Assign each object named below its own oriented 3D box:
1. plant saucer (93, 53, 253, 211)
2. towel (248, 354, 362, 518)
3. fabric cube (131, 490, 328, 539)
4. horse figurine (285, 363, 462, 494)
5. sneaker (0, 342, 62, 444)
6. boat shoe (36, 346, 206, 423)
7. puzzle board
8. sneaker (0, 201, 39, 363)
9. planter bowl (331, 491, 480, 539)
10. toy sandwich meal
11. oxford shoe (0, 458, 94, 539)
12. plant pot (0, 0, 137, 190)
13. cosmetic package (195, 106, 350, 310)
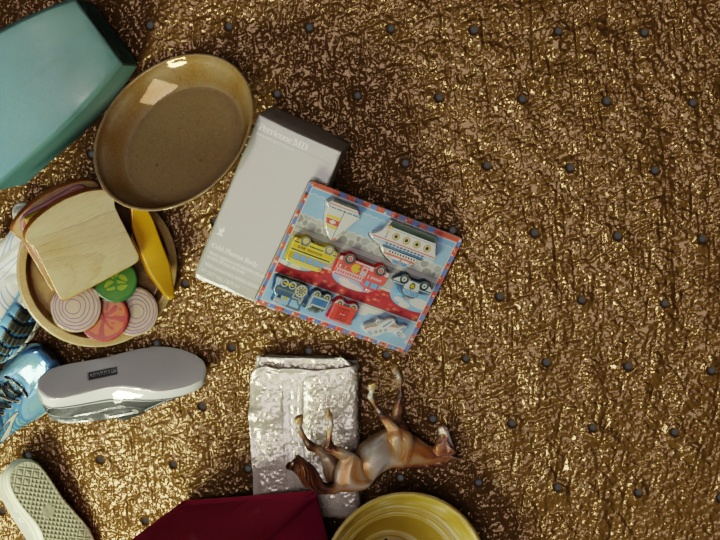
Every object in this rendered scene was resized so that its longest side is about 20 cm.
[{"bbox_3d":[-0.202,-0.148,1.574,0.199,0.035,0.201,-11,60,19],"label":"plant saucer"},{"bbox_3d":[-0.064,0.197,1.665,0.132,0.034,0.201,0,101,10],"label":"towel"},{"bbox_3d":[-0.147,0.384,1.609,0.199,0.196,0.201,-8,100,28],"label":"fabric cube"},{"bbox_3d":[0.006,0.200,1.622,0.199,0.050,0.133,-28,106,-17],"label":"horse figurine"},{"bbox_3d":[-0.432,0.171,1.687,0.078,0.090,0.200,43,100,-1],"label":"sneaker"},{"bbox_3d":[-0.278,0.144,1.674,0.199,0.072,0.068,-10,135,-4],"label":"boat shoe"},{"bbox_3d":[0.000,0.000,1.579,0.199,0.017,0.151,20,105,-24],"label":"puzzle board"},{"bbox_3d":[-0.411,0.012,1.667,0.086,0.075,0.201,24,91,13],"label":"sneaker"},{"bbox_3d":[0.042,0.355,1.639,0.199,0.083,0.202,1,86,-14],"label":"planter bowl"},{"bbox_3d":[-0.298,-0.007,1.608,0.204,0.070,0.207,-3,101,-18],"label":"toy sandwich meal"},{"bbox_3d":[-0.381,0.316,1.730,0.058,0.075,0.201,-8,113,52],"label":"oxford shoe"},{"bbox_3d":[-0.360,-0.208,1.581,0.200,0.141,0.142,-37,94,6],"label":"plant pot"},{"bbox_3d":[-0.098,-0.072,1.590,0.106,0.090,0.201,22,107,2],"label":"cosmetic package"}]
